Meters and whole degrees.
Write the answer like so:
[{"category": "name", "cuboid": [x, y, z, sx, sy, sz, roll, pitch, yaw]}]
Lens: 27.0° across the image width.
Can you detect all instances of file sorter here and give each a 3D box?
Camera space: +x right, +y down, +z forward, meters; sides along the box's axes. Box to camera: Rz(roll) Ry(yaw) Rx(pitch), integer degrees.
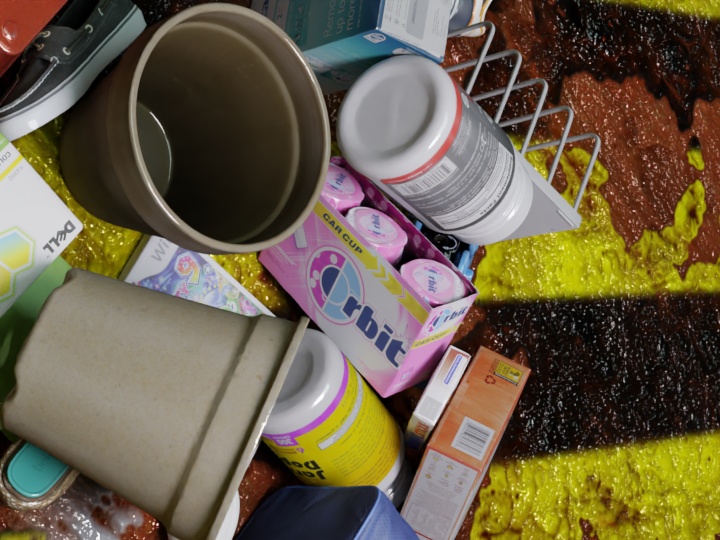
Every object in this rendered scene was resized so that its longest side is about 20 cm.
[{"category": "file sorter", "cuboid": [0.129, -0.140, 1.531, 0.200, 0.139, 0.125, 41, 57, -32]}]

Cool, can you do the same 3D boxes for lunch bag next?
[{"category": "lunch bag", "cuboid": [-0.016, 0.277, 1.304, 0.132, 0.200, 0.136, 51, 58, -22]}]

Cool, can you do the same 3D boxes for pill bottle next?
[{"category": "pill bottle", "cuboid": [0.073, -0.101, 1.354, 0.200, 0.116, 0.116, 35, 61, -54]}, {"category": "pill bottle", "cuboid": [-0.025, 0.146, 1.364, 0.200, 0.104, 0.104, 53, 52, -43]}]

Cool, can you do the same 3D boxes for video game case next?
[{"category": "video game case", "cuboid": [-0.143, 0.068, 1.337, 0.200, 0.018, 0.143, 44, 59, -30]}]

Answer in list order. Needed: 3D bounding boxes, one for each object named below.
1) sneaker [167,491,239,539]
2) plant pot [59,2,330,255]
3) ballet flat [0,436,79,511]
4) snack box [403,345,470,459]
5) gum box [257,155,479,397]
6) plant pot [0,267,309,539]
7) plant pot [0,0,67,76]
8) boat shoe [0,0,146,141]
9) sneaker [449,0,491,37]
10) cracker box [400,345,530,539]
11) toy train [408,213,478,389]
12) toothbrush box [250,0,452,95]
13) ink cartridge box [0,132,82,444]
[{"category": "sneaker", "cuboid": [-0.144, 0.157, 1.268, 0.080, 0.070, 0.201, -1, 98, -61]}, {"category": "plant pot", "cuboid": [-0.154, -0.106, 1.242, 0.200, 0.173, 0.200, 5, 82, -42]}, {"category": "ballet flat", "cuboid": [-0.227, 0.120, 1.225, 0.071, 0.065, 0.200, 46, 55, 0]}, {"category": "snack box", "cuboid": [0.066, 0.126, 1.399, 0.024, 0.200, 0.072, 27, 75, 5]}, {"category": "gum box", "cuboid": [0.000, 0.000, 1.352, 0.066, 0.114, 0.200, -19, 56, -43]}, {"category": "plant pot", "cuboid": [-0.161, 0.092, 1.131, 0.183, 0.200, 0.201, 23, 66, -2]}, {"category": "plant pot", "cuboid": [-0.306, -0.234, 1.116, 0.200, 0.176, 0.200, 51, 55, -27]}, {"category": "boat shoe", "cuboid": [-0.247, -0.175, 1.230, 0.057, 0.069, 0.200, 59, 39, -24]}, {"category": "sneaker", "cuboid": [0.114, -0.342, 1.581, 0.079, 0.078, 0.200, 16, 85, -35]}, {"category": "cracker box", "cuboid": [0.089, 0.185, 1.414, 0.058, 0.200, 0.134, 26, 48, 7]}, {"category": "toy train", "cuboid": [0.065, 0.014, 1.473, 0.087, 0.114, 0.200, 19, 53, 4]}, {"category": "toothbrush box", "cuboid": [-0.010, -0.251, 1.372, 0.085, 0.200, 0.147, 20, 73, -37]}, {"category": "ink cartridge box", "cuboid": [-0.276, 0.016, 1.172, 0.200, 0.076, 0.148, 51, 59, -22]}]
